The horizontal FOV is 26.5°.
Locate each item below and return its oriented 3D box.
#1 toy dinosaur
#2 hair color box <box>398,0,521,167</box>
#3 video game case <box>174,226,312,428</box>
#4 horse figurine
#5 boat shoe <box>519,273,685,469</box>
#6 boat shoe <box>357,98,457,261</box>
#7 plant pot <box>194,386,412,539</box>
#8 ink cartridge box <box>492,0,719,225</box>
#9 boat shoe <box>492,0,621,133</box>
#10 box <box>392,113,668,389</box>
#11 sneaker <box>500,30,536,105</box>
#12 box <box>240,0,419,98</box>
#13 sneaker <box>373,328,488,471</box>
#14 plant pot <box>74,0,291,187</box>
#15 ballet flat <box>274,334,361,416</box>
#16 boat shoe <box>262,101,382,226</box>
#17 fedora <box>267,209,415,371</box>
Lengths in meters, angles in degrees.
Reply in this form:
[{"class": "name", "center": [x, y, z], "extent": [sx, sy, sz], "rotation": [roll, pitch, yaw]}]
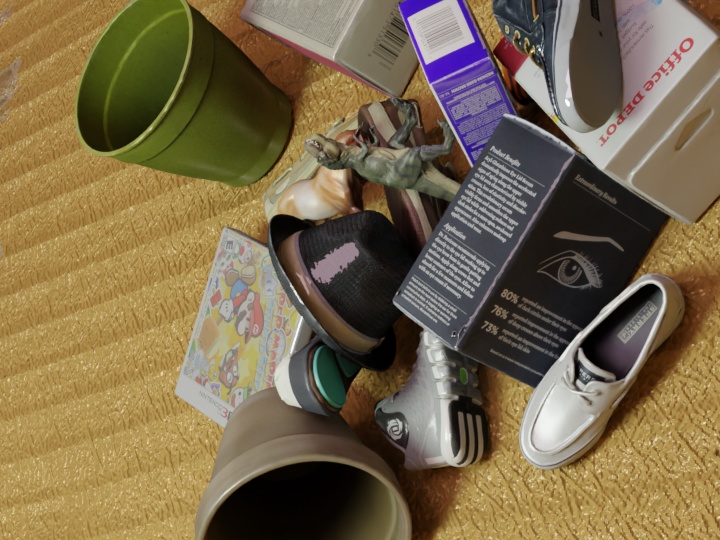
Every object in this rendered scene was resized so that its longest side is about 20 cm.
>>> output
[{"class": "toy dinosaur", "center": [0.049, -0.111, 1.465], "extent": [0.199, 0.047, 0.088], "rotation": [23, 105, 12]}, {"class": "hair color box", "center": [0.107, -0.160, 1.417], "extent": [0.065, 0.200, 0.110], "rotation": [-23, 53, 7]}, {"class": "video game case", "center": [-0.122, 0.072, 1.648], "extent": [0.182, 0.023, 0.201], "rotation": [26, 101, 49]}, {"class": "horse figurine", "center": [-0.032, -0.059, 1.572], "extent": [0.050, 0.133, 0.200], "rotation": [-40, 11, -37]}, {"class": "boat shoe", "center": [0.196, 0.084, 1.296], "extent": [0.073, 0.065, 0.200], "rotation": [35, 99, 20]}, {"class": "boat shoe", "center": [0.064, -0.087, 1.526], "extent": [0.075, 0.075, 0.203], "rotation": [111, 141, -68]}, {"class": "plant pot", "center": [-0.064, 0.206, 1.448], "extent": [0.200, 0.200, 0.174], "rotation": [-49, 27, 16]}, {"class": "ink cartridge box", "center": [0.245, -0.167, 1.325], "extent": [0.145, 0.144, 0.200], "rotation": [-49, 43, 17]}, {"class": "boat shoe", "center": [0.160, -0.189, 1.268], "extent": [0.091, 0.071, 0.201], "rotation": [-22, 50, 39]}, {"class": "box", "center": [0.150, -0.012, 1.346], "extent": [0.104, 0.148, 0.200], "rotation": [37, 97, 49]}, {"class": "sneaker", "center": [0.143, -0.265, 1.503], "extent": [0.077, 0.112, 0.201], "rotation": [-21, 58, 38]}, {"class": "box", "center": [-0.019, -0.289, 1.683], "extent": [0.200, 0.109, 0.128], "rotation": [33, 96, 49]}, {"class": "sneaker", "center": [0.056, 0.095, 1.446], "extent": [0.115, 0.075, 0.201], "rotation": [-22, 57, 40]}, {"class": "plant pot", "center": [-0.189, -0.188, 1.744], "extent": [0.200, 0.193, 0.201], "rotation": [-21, 57, 37]}, {"class": "ballet flat", "center": [-0.042, 0.098, 1.435], "extent": [0.073, 0.073, 0.200], "rotation": [-49, 0, 17]}, {"class": "boat shoe", "center": [-0.034, -0.118, 1.645], "extent": [0.201, 0.073, 0.063], "rotation": [-47, 48, 29]}, {"class": "fedora", "center": [0.000, 0.000, 1.448], "extent": [0.091, 0.200, 0.201], "rotation": [-37, 48, 16]}]
